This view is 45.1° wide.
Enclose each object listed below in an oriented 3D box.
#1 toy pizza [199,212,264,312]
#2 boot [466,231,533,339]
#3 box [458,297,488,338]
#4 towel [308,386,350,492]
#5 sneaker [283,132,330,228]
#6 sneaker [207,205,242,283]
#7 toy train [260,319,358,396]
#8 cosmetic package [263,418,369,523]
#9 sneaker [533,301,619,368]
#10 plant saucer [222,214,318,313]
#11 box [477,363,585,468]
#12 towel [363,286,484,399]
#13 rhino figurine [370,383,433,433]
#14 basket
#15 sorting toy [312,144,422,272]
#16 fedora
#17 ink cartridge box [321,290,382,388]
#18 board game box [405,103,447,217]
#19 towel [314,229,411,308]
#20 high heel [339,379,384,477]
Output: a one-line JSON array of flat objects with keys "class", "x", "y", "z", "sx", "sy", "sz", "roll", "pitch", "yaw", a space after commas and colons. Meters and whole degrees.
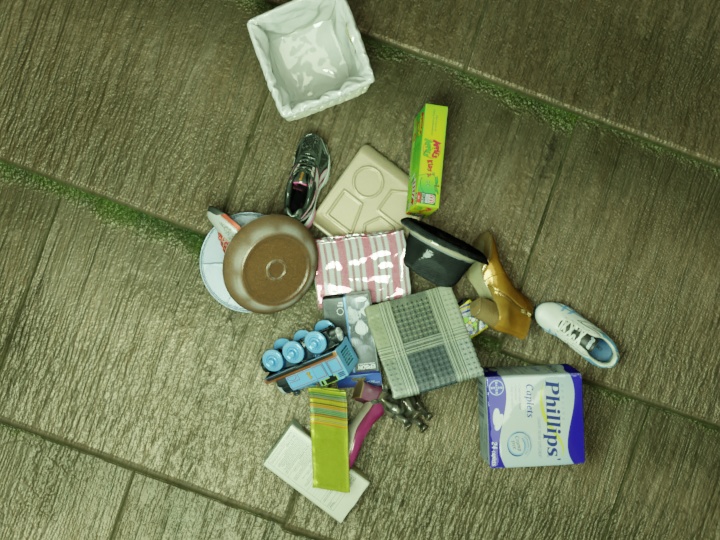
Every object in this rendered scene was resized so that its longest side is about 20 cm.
[{"class": "toy pizza", "x": -0.227, "y": -0.017, "z": 1.763, "sx": 0.197, "sy": 0.032, "sz": 0.204, "roll": 0, "pitch": 90, "yaw": -3}, {"class": "boot", "x": 0.290, "y": 0.033, "z": 1.771, "sx": 0.143, "sy": 0.071, "sz": 0.204, "roll": 22, "pitch": 60, "yaw": -28}, {"class": "box", "x": 0.157, "y": 0.142, "z": 1.767, "sx": 0.199, "sy": 0.064, "sz": 0.070, "roll": -36, "pitch": 92, "yaw": -2}, {"class": "towel", "x": -0.061, "y": 0.327, "z": 1.677, "sx": 0.085, "sy": 0.018, "sz": 0.203, "roll": 2, "pitch": 98, "yaw": 31}, {"class": "sneaker", "x": -0.107, "y": -0.180, "z": 1.721, "sx": 0.079, "sy": 0.086, "sz": 0.203, "roll": 6, "pitch": 78, "yaw": 5}, {"class": "sneaker", "x": -0.249, "y": -0.027, "z": 1.712, "sx": 0.201, "sy": 0.067, "sz": 0.108, "roll": 41, "pitch": 86, "yaw": -5}, {"class": "toy train", "x": -0.106, "y": 0.179, "z": 1.717, "sx": 0.198, "sy": 0.087, "sz": 0.115, "roll": -25, "pitch": 99, "yaw": 25}, {"class": "cosmetic package", "x": -0.089, "y": 0.404, "z": 1.759, "sx": 0.199, "sy": 0.071, "sz": 0.106, "roll": 39, "pitch": 89, "yaw": -3}, {"class": "sneaker", "x": 0.446, "y": 0.129, "z": 1.776, "sx": 0.199, "sy": 0.072, "sz": 0.072, "roll": 33, "pitch": 92, "yaw": -2}, {"class": "plant saucer", "x": -0.167, "y": -0.006, "z": 1.674, "sx": 0.198, "sy": 0.037, "sz": 0.203, "roll": -9, "pitch": 111, "yaw": -23}, {"class": "box", "x": 0.344, "y": 0.293, "z": 1.759, "sx": 0.197, "sy": 0.105, "sz": 0.187, "roll": -3, "pitch": 92, "yaw": -3}, {"class": "towel", "x": 0.121, "y": 0.137, "z": 1.687, "sx": 0.190, "sy": 0.035, "sz": 0.202, "roll": -14, "pitch": 68, "yaw": -10}, {"class": "rhino figurine", "x": 0.077, "y": 0.268, "z": 1.707, "sx": 0.060, "sy": 0.200, "sz": 0.087, "roll": -49, "pitch": 63, "yaw": 5}, {"class": "basket", "x": -0.097, "y": -0.413, "z": 1.694, "sx": 0.198, "sy": 0.161, "sz": 0.201, "roll": -22, "pitch": 92, "yaw": -3}, {"class": "sorting toy", "x": 0.025, "y": -0.125, "z": 1.773, "sx": 0.184, "sy": 0.036, "sz": 0.201, "roll": 36, "pitch": 85, "yaw": -3}, {"class": "fedora", "x": 0.150, "y": -0.025, "z": 1.694, "sx": 0.199, "sy": 0.201, "sz": 0.093, "roll": 26, "pitch": 100, "yaw": -3}, {"class": "ink cartridge box", "x": -0.016, "y": 0.145, "z": 1.748, "sx": 0.098, "sy": 0.039, "sz": 0.203, "roll": -7, "pitch": 102, "yaw": 9}, {"class": "board game box", "x": 0.131, "y": -0.216, "z": 1.722, "sx": 0.047, "sy": 0.102, "sz": 0.203, "roll": 7, "pitch": 82, "yaw": -9}, {"class": "towel", "x": 0.000, "y": 0.000, "z": 1.740, "sx": 0.197, "sy": 0.030, "sz": 0.148, "roll": -6, "pitch": 106, "yaw": 10}, {"class": "high heel", "x": 0.012, "y": 0.327, "z": 1.737, "sx": 0.095, "sy": 0.067, "sz": 0.202, "roll": 28, "pitch": 72, "yaw": -28}]
